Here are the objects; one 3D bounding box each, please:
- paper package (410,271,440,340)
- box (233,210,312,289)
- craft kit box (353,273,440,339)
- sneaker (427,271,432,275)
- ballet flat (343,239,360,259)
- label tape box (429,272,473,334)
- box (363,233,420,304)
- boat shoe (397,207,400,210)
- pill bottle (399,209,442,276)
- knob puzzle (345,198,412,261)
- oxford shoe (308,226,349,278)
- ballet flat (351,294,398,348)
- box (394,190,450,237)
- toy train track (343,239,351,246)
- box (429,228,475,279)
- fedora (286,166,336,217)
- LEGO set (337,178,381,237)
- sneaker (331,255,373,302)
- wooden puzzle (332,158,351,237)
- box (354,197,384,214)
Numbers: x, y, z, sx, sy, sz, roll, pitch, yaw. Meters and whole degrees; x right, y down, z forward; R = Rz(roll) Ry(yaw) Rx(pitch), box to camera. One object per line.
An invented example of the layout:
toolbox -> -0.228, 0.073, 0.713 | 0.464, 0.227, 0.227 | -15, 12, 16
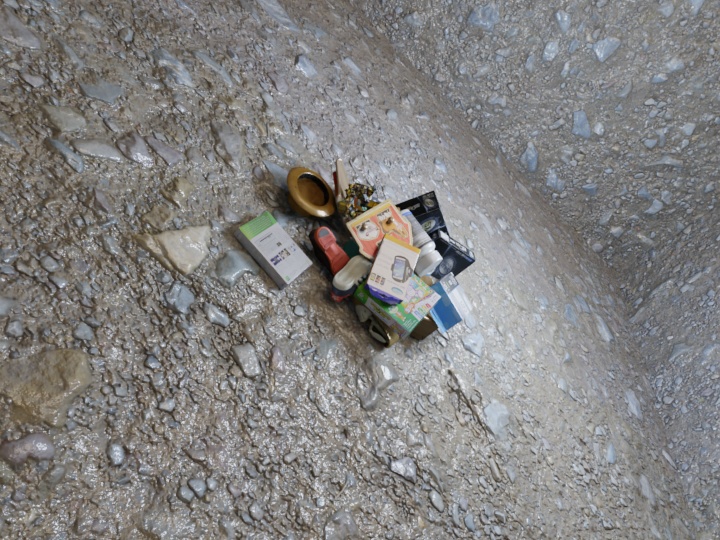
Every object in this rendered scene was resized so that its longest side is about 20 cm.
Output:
paper package -> 0.154, 0.097, 1.679 | 0.189, 0.103, 0.202 | 26, 41, -34
box -> -0.237, -0.059, 1.435 | 0.201, 0.036, 0.144 | 50, 34, -3
craft kit box -> 0.112, 0.075, 1.539 | 0.197, 0.049, 0.200 | 38, 46, 12
sneaker -> 0.187, -0.019, 1.852 | 0.198, 0.072, 0.073 | 8, 54, -44
ballet flat -> 0.000, 0.000, 1.642 | 0.202, 0.067, 0.064 | 67, 10, 22
label tape box -> 0.280, 0.101, 1.681 | 0.144, 0.066, 0.200 | 59, 28, 2
box -> 0.089, 0.003, 1.505 | 0.118, 0.042, 0.202 | 25, 65, -5
boat shoe -> 0.078, -0.131, 1.783 | 0.069, 0.070, 0.203 | 16, 79, -20
pill bottle -> 0.169, -0.087, 1.686 | 0.201, 0.114, 0.113 | 54, 34, 12
knob puzzle -> 0.078, -0.103, 1.584 | 0.216, 0.030, 0.223 | 5, 70, -14
oxford shoe -> -0.088, -0.038, 1.557 | 0.071, 0.072, 0.202 | -37, 109, -34
ballet flat -> 0.035, 0.145, 1.534 | 0.200, 0.069, 0.063 | 47, 50, -3
box -> 0.223, -0.173, 1.888 | 0.200, 0.162, 0.087 | 57, 18, -55
toy train track -> 0.042, -0.061, 1.704 | 0.198, 0.116, 0.033 | 20, 35, -5
box -> 0.303, -0.050, 1.935 | 0.199, 0.160, 0.044 | 30, 38, -29
fedora -> -0.167, -0.230, 1.630 | 0.199, 0.082, 0.202 | 30, 40, -28
LEGO set -> 0.025, -0.183, 1.667 | 0.154, 0.115, 0.201 | -54, 147, -27
sneaker -> -0.024, 0.025, 1.530 | 0.075, 0.085, 0.199 | 33, 38, 20
wooden puzzle -> -0.060, -0.241, 1.736 | 0.186, 0.037, 0.202 | 71, 14, -48
box -> 0.062, -0.195, 1.861 | 0.198, 0.041, 0.121 | 11, 67, -41
